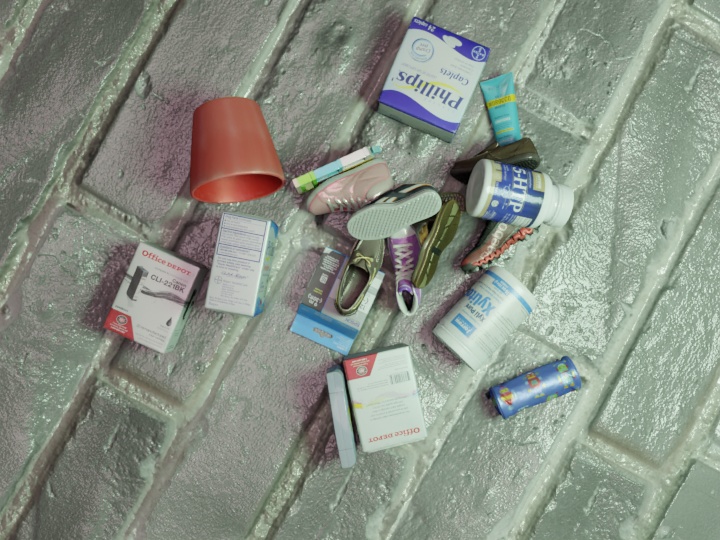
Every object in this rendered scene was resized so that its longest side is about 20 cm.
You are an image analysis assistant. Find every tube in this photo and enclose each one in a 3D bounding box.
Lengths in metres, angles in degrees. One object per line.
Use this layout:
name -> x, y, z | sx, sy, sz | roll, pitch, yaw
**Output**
tube -> 0.318, -0.327, 1.608 | 0.077, 0.050, 0.201 | -12, 88, 26

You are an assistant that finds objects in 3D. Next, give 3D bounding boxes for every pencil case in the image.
pencil case -> 0.376, 0.257, 1.587 | 0.199, 0.087, 0.078 | -22, 54, -2

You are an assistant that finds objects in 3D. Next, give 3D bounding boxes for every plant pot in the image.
plant pot -> -0.269, -0.253, 1.533 | 0.199, 0.200, 0.179 | -10, 81, -1

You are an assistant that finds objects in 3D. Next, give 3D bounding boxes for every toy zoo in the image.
toy zoo -> -0.047, -0.217, 1.557 | 0.199, 0.131, 0.021 | -24, 90, -2

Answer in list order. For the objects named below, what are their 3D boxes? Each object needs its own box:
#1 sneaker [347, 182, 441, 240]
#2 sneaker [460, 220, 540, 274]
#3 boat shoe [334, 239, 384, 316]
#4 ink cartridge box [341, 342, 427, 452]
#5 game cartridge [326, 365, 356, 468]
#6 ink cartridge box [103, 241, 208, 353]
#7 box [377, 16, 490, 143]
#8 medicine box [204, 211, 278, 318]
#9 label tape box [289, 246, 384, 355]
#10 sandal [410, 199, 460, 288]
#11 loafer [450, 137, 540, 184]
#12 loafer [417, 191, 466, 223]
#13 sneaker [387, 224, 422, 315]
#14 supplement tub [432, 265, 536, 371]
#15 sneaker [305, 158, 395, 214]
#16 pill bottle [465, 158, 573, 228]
sneaker -> 0.068, -0.124, 1.517 | 0.199, 0.080, 0.079 | -17, 119, 6
sneaker -> 0.290, -0.074, 1.593 | 0.200, 0.071, 0.098 | -36, 90, -4
boat shoe -> 0.000, 0.000, 1.526 | 0.071, 0.060, 0.201 | 24, 82, 0
ink cartridge box -> 0.050, 0.272, 1.575 | 0.145, 0.083, 0.201 | -12, 90, -4
game cartridge -> -0.038, 0.307, 1.550 | 0.040, 0.133, 0.201 | -9, 90, 5
ink cartridge box -> -0.436, 0.056, 1.568 | 0.144, 0.084, 0.201 | 23, 88, 0
box -> 0.155, -0.407, 1.578 | 0.183, 0.105, 0.201 | 23, 89, 0
medicine box -> -0.244, -0.012, 1.524 | 0.102, 0.182, 0.201 | 11, 89, -2
label tape box -> -0.051, 0.068, 1.587 | 0.143, 0.066, 0.201 | 25, 87, -1
sandal -> 0.145, -0.060, 1.511 | 0.054, 0.080, 0.201 | 22, 84, 34
loafer -> 0.289, -0.236, 1.574 | 0.199, 0.073, 0.071 | -9, 64, 28
loafer -> 0.134, -0.136, 1.595 | 0.199, 0.067, 0.077 | 6, 86, 14
sneaker -> 0.098, -0.004, 1.546 | 0.072, 0.114, 0.202 | -9, 102, 9
supplement tub -> 0.265, 0.100, 1.561 | 0.132, 0.132, 0.200 | 43, 87, 0
sneaker -> -0.016, -0.153, 1.566 | 0.199, 0.075, 0.105 | -27, 63, 2
pill bottle -> 0.329, -0.152, 1.512 | 0.199, 0.120, 0.121 | 11, 89, -10
